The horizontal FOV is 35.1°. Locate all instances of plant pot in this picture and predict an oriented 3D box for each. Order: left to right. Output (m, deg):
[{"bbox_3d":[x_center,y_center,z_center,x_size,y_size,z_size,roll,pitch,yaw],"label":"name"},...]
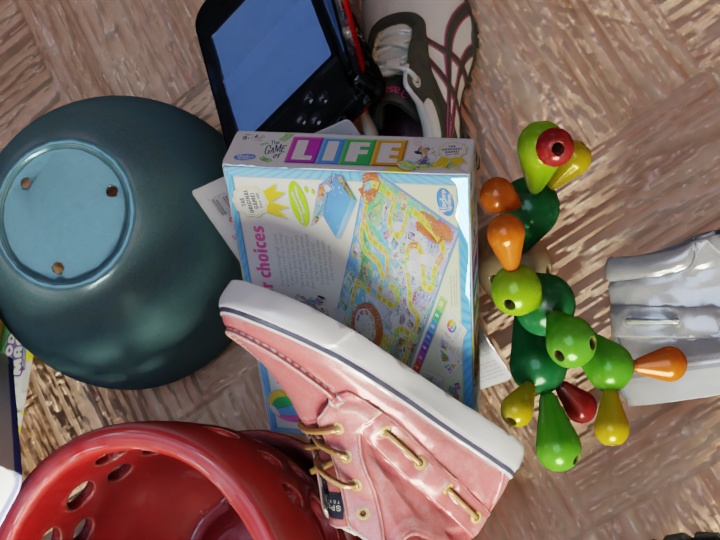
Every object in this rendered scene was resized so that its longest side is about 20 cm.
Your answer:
[{"bbox_3d":[-0.168,-0.025,0.737,0.196,0.135,0.204,-1,84,6],"label":"plant pot"},{"bbox_3d":[-0.095,0.192,0.681,0.197,0.182,0.205,-2,83,19],"label":"plant pot"}]

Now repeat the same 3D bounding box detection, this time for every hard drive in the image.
[{"bbox_3d":[-0.253,0.140,0.709,0.025,0.200,0.133,28,94,-23],"label":"hard drive"}]

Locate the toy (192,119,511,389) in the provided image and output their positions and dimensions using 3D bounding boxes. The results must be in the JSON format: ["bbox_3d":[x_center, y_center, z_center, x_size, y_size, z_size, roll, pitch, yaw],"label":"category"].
[{"bbox_3d":[0.000,0.000,0.697,0.114,0.201,0.048,-20,32,26],"label":"toy"}]

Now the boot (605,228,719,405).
[{"bbox_3d":[0.235,0.014,0.636,0.197,0.073,0.097,-12,87,20],"label":"boot"}]

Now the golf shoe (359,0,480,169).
[{"bbox_3d":[0.034,-0.126,0.722,0.076,0.088,0.204,-11,79,20],"label":"golf shoe"}]

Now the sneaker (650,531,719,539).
[{"bbox_3d":[0.147,0.213,0.657,0.198,0.075,0.080,-28,86,23],"label":"sneaker"}]

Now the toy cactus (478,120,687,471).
[{"bbox_3d":[0.106,0.005,0.648,0.101,0.165,0.203,-19,111,-4],"label":"toy cactus"}]

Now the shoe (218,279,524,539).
[{"bbox_3d":[-0.006,0.091,0.621,0.198,0.071,0.092,33,78,-17],"label":"shoe"}]

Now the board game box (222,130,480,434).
[{"bbox_3d":[0.002,0.016,0.654,0.132,0.034,0.203,3,129,11],"label":"board game box"}]

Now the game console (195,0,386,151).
[{"bbox_3d":[-0.067,-0.177,0.700,0.172,0.118,0.202,-40,46,23],"label":"game console"}]

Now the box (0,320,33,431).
[{"bbox_3d":[-0.305,0.078,0.846,0.115,0.048,0.204,7,88,21],"label":"box"}]
